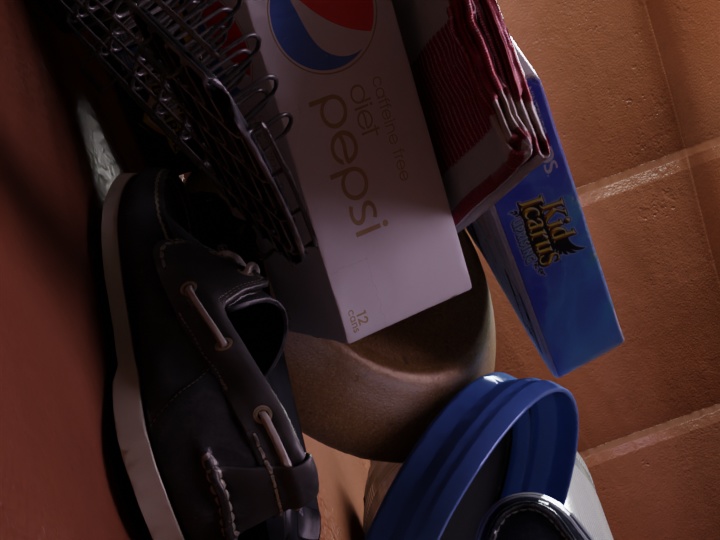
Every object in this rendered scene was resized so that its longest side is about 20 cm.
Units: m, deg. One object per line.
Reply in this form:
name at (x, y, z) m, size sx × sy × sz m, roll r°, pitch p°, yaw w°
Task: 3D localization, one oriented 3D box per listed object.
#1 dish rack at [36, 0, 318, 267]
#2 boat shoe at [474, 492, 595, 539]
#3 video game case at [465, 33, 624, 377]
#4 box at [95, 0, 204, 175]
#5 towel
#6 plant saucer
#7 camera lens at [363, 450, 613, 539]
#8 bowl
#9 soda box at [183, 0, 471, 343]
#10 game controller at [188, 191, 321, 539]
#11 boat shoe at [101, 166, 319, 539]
dish rack at (-0.077, -0.095, 0.675) m, size 0.200 × 0.054 × 0.154 m, roll 46°, pitch -9°, yaw 28°
boat shoe at (0.087, 0.172, 0.799) m, size 0.091 × 0.070 × 0.202 m, roll 66°, pitch 10°, yaw -53°
video game case at (0.058, -0.074, 0.913) m, size 0.182 × 0.045 × 0.201 m, roll 62°, pitch -2°, yaw 43°
box at (-0.109, -0.150, 0.963) m, size 0.200 × 0.049 × 0.161 m, roll -97°, pitch 168°, yaw -72°
towel at (0.014, -0.119, 0.774) m, size 0.144 × 0.023 × 0.202 m, roll 136°, pitch -66°, yaw -71°
plant saucer at (0.000, 0.000, 0.935) m, size 0.199 × 0.035 × 0.202 m, roll 23°, pitch 47°, yaw -26°
camera lens at (0.085, 0.189, 1.177) m, size 0.200 × 0.159 × 0.161 m, roll -102°, pitch 171°, yaw -61°
bowl at (0.049, 0.146, 0.933) m, size 0.201 × 0.039 × 0.202 m, roll -47°, pitch 150°, yaw -39°
soda box at (-0.020, -0.076, 0.768) m, size 0.064 × 0.068 × 0.202 m, roll 8°, pitch -63°, yaw 61°
game controller at (-0.052, 0.062, 0.775) m, size 0.105 × 0.042 × 0.201 m, roll 100°, pitch -18°, yaw -44°
boat shoe at (-0.059, 0.025, 0.695) m, size 0.201 × 0.067 × 0.072 m, roll -108°, pitch 176°, yaw -52°
